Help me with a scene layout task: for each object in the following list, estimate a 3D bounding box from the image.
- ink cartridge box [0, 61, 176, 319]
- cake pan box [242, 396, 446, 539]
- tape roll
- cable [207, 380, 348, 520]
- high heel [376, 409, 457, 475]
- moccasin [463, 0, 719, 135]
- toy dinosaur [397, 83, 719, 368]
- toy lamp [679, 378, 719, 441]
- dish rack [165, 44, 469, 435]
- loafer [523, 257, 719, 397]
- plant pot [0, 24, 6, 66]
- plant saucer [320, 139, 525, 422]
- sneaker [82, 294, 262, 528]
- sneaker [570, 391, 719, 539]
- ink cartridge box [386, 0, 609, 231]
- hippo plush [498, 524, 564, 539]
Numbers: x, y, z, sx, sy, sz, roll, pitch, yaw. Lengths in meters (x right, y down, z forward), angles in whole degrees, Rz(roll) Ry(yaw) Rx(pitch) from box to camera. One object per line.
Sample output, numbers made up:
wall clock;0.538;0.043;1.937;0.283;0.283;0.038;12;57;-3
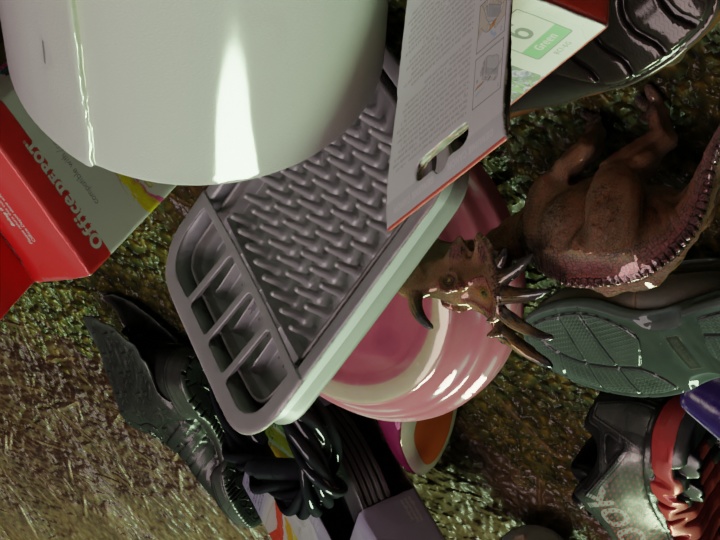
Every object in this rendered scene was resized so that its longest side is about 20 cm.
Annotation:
ink cartridge box;-0.175;-0.075;1.061;0.067;0.200;0.117;-6;127;47
cake pan box;-0.015;0.173;1.263;0.185;0.052;0.201;57;153;24
tape roll;-0.082;-0.162;0.866;0.201;0.203;0.140;28;146;17
cable;-0.071;0.096;1.204;0.200;0.050;0.164;49;148;40
high heel;0.009;0.047;1.157;0.096;0.067;0.202;23;137;35
moccasin;0.111;-0.117;0.850;0.074;0.077;0.201;58;150;-1
toy dinosaur;0.119;-0.014;0.896;0.086;0.136;0.199;51;145;-17
toy lamp;0.271;0.102;0.959;0.199;0.058;0.058;25;145;17
dish rack;-0.021;-0.024;0.953;0.043;0.201;0.172;20;-154;-36
loafer;0.175;0.025;0.963;0.199;0.063;0.072;-5;127;52
plant pot;-0.273;-0.092;1.162;0.197;0.201;0.201;-10;123;42
plant saucer;0.000;0.000;1.045;0.199;0.051;0.203;12;114;29
sneaker;-0.142;0.112;1.385;0.103;0.060;0.201;6;129;40
sneaker;0.181;0.145;1.084;0.097;0.071;0.202;16;138;32
ink cartridge box;0.063;-0.120;0.773;0.050;0.202;0.109;16;154;-21
hippo plush;0.132;0.272;1.223;0.161;0.201;0.159;40;-176;36
